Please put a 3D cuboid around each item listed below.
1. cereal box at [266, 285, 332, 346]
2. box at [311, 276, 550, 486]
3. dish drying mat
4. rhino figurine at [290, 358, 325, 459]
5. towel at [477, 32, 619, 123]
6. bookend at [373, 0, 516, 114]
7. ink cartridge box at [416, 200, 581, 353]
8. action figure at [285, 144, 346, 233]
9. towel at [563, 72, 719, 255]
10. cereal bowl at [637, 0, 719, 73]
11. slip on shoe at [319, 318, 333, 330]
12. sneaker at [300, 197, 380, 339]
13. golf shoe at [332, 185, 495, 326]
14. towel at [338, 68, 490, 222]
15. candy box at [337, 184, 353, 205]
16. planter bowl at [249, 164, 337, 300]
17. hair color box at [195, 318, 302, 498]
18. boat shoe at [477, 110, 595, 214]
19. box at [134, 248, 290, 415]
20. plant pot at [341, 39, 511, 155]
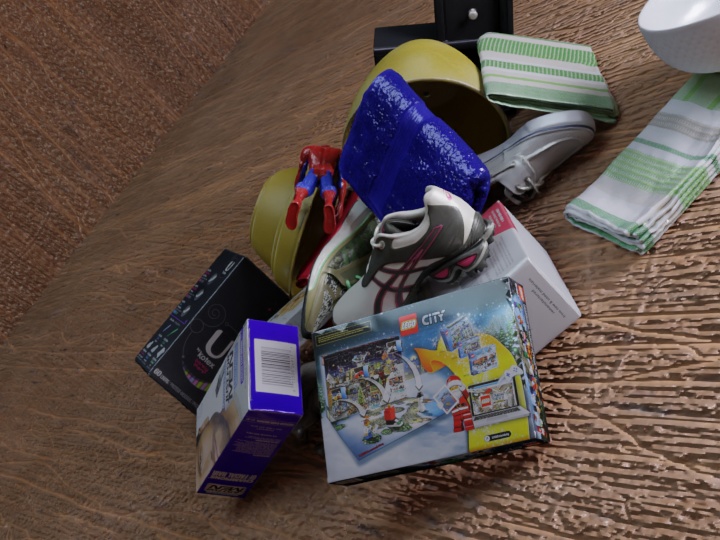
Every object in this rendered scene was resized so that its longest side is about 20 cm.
[{"bbox_3d":[-0.054,0.040,1.308,0.200,0.040,0.144,-42,7,-13],"label":"cereal box"},{"bbox_3d":[0.056,0.099,0.929,0.197,0.038,0.139,-17,68,26],"label":"box"},{"bbox_3d":[-0.022,-0.066,1.374,0.201,0.018,0.077,-57,8,-14],"label":"dish drying mat"},{"bbox_3d":[-0.056,0.140,1.197,0.088,0.060,0.200,-54,21,-6],"label":"rhino figurine"},{"bbox_3d":[0.210,-0.226,1.235,0.201,0.150,0.024,-87,6,-58],"label":"towel"},{"bbox_3d":[0.097,-0.302,1.367,0.195,0.203,0.093,-3,31,5],"label":"bookend"},{"bbox_3d":[0.097,0.050,1.030,0.200,0.083,0.146,-42,22,14],"label":"ink cartridge box"},{"bbox_3d":[-0.051,-0.080,1.250,0.201,0.064,0.100,-82,0,-59],"label":"action figure"},{"bbox_3d":[0.290,-0.111,1.015,0.200,0.031,0.149,-48,23,-1],"label":"towel"},{"bbox_3d":[0.368,-0.250,1.011,0.198,0.084,0.201,-32,21,14],"label":"cereal bowl"},{"bbox_3d":[-0.008,0.073,1.217,0.074,0.061,0.199,-54,20,-10],"label":"slip on shoe"},{"bbox_3d":[0.000,0.000,1.197,0.201,0.088,0.077,-58,-11,-27],"label":"sneaker"},{"bbox_3d":[0.034,-0.009,1.020,0.199,0.088,0.078,-36,24,31],"label":"golf shoe"},{"bbox_3d":[0.049,-0.099,1.127,0.200,0.049,0.149,51,136,38],"label":"towel"},{"bbox_3d":[0.056,-0.134,1.454,0.199,0.055,0.116,-37,24,26],"label":"candy box"},{"bbox_3d":[-0.094,-0.069,1.421,0.200,0.082,0.203,19,-90,-83],"label":"planter bowl"},{"bbox_3d":[-0.125,0.154,1.166,0.201,0.064,0.111,121,151,-47],"label":"hair color box"},{"bbox_3d":[0.177,-0.108,1.188,0.198,0.070,0.071,-25,58,37],"label":"boat shoe"},{"bbox_3d":[-0.190,0.088,1.446,0.201,0.122,0.106,-52,22,-10],"label":"box"},{"bbox_3d":[0.078,-0.193,1.283,0.199,0.199,0.143,-33,38,32],"label":"plant pot"}]
